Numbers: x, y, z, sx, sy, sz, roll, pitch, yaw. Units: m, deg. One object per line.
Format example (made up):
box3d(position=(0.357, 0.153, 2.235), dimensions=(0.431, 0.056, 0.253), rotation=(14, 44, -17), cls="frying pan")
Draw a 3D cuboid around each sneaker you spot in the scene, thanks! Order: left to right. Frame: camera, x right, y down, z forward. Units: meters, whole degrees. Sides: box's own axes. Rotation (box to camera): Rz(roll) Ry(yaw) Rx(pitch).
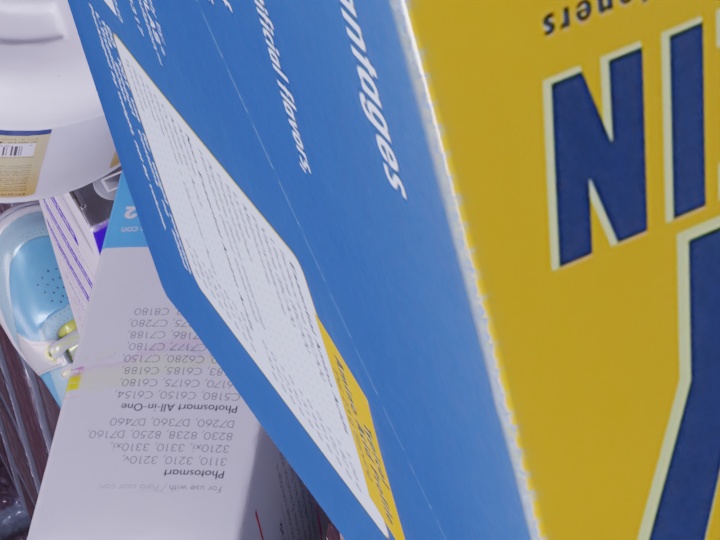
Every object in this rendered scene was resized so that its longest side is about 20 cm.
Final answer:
box3d(position=(-0.118, 0.062, 1.461), dimensions=(0.200, 0.079, 0.131), rotation=(61, 173, -25), cls="sneaker")

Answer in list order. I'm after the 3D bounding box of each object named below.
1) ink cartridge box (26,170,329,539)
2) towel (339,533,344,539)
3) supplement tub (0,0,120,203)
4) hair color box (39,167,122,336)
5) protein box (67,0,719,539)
box3d(position=(-0.053, 0.076, 0.912), dimensions=(0.115, 0.068, 0.200), rotation=(80, -166, -46), cls="ink cartridge box")
box3d(position=(0.052, 0.179, 1.050), dimensions=(0.200, 0.034, 0.133), rotation=(52, 163, 47), cls="towel")
box3d(position=(-0.120, -0.102, 0.992), dimensions=(0.145, 0.144, 0.200), rotation=(65, 168, 4), cls="supplement tub")
box3d(position=(-0.092, 0.001, 1.266), dimensions=(0.109, 0.065, 0.200), rotation=(57, 167, 38), cls="hair color box")
box3d(position=(0.037, -0.057, 0.417), dimensions=(0.200, 0.135, 0.199), rotation=(48, 158, 56), cls="protein box")
